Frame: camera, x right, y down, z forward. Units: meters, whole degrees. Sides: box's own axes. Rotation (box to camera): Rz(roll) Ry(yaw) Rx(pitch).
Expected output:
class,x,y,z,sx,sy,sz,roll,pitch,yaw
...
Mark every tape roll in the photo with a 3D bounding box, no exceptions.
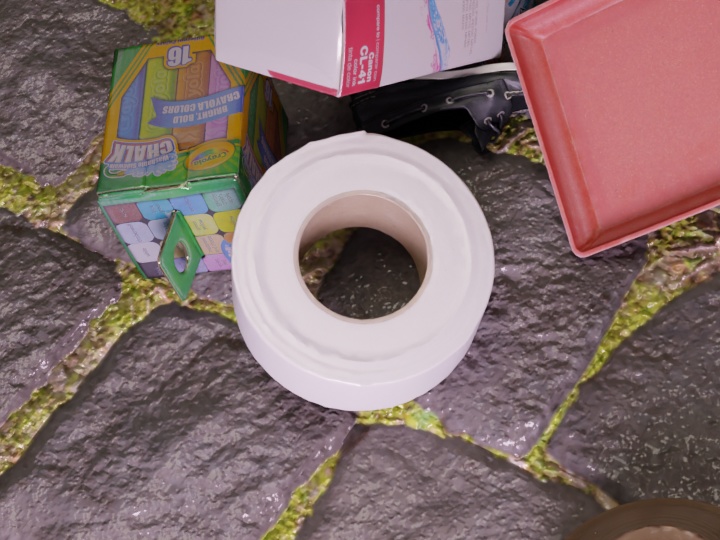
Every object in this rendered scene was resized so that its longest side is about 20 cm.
class,x,y,z,sx,sy,sz,roll,pitch,yaw
tape roll,0.000,0.000,1.227,0.200,0.071,0.205,1,70,-3

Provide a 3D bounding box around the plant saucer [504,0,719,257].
class,x,y,z,sx,sy,sz,roll,pitch,yaw
plant saucer,0.227,-0.136,1.241,0.198,0.037,0.202,-22,79,32

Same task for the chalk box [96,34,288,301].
class,x,y,z,sx,sy,sz,roll,pitch,yaw
chalk box,-0.135,-0.076,1.322,0.122,0.125,0.202,-7,57,11

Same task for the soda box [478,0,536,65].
class,x,y,z,sx,sy,sz,roll,pitch,yaw
soda box,0.059,-0.253,1.424,0.199,0.064,0.069,30,69,29

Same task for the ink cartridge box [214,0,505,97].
class,x,y,z,sx,sy,sz,roll,pitch,yaw
ink cartridge box,0.002,-0.207,1.287,0.147,0.087,0.199,20,26,40

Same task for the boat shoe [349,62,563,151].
class,x,y,z,sx,sy,sz,roll,pitch,yaw
boat shoe,0.088,-0.131,1.333,0.197,0.075,0.067,-1,78,-2

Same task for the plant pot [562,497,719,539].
class,x,y,z,sx,sy,sz,roll,pitch,yaw
plant pot,0.198,0.230,1.048,0.199,0.093,0.203,-7,57,10
